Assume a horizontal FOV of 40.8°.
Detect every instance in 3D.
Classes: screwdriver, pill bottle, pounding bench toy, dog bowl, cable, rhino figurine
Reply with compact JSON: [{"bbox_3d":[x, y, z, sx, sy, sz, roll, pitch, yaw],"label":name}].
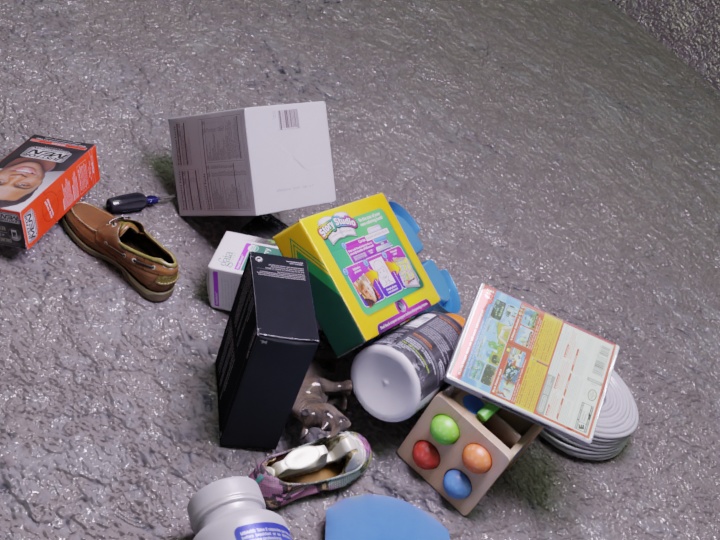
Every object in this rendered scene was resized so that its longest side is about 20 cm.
[{"bbox_3d":[-0.296,-0.108,1.471,0.199,0.029,0.028,-10,50,-45],"label":"screwdriver"},{"bbox_3d":[0.081,0.118,1.291,0.106,0.106,0.200,41,32,16],"label":"pill bottle"},{"bbox_3d":[0.164,0.191,1.260,0.124,0.200,0.156,41,37,16],"label":"pounding bench toy"},{"bbox_3d":[0.078,-0.009,1.485,0.200,0.049,0.111,58,24,-1],"label":"dog bowl"},{"bbox_3d":[-0.114,0.319,0.999,0.112,0.112,0.200,2,44,-31],"label":"pill bottle"},{"bbox_3d":[0.330,0.193,1.478,0.199,0.069,0.200,19,37,-13],"label":"cable"},{"bbox_3d":[-0.059,0.158,1.241,0.087,0.060,0.200,2,26,-14],"label":"rhino figurine"}]

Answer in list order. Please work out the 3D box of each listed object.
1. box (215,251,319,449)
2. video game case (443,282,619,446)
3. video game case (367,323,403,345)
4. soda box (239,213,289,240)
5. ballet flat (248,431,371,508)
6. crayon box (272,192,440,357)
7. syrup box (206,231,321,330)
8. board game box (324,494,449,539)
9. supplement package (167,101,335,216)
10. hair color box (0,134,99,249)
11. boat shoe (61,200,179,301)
[{"bbox_3d":[-0.119,0.100,1.179,0.078,0.200,0.142,9,40,-16],"label":"box"},{"bbox_3d":[0.220,0.118,1.230,0.199,0.017,0.143,25,65,-1],"label":"video game case"},{"bbox_3d":[0.061,0.077,1.434,0.143,0.018,0.200,43,29,-28],"label":"video game case"},{"bbox_3d":[-0.090,-0.001,1.440,0.200,0.063,0.071,34,36,7],"label":"soda box"},{"bbox_3d":[-0.049,0.233,1.179,0.199,0.071,0.069,-12,58,-42],"label":"ballet flat"},{"bbox_3d":[0.000,0.000,1.271,0.200,0.058,0.173,-23,82,-55],"label":"crayon box"},{"bbox_3d":[-0.106,0.016,1.343,0.199,0.082,0.079,12,43,7],"label":"syrup box"},{"bbox_3d":[0.028,0.350,1.121,0.157,0.039,0.200,14,33,-11],"label":"board game box"},{"bbox_3d":[-0.163,-0.164,1.437,0.151,0.152,0.199,-14,11,-42],"label":"supplement package"},{"bbox_3d":[-0.448,-0.111,1.316,0.101,0.061,0.200,10,35,10],"label":"hair color box"},{"bbox_3d":[-0.325,-0.045,1.333,0.200,0.068,0.072,35,39,11],"label":"boat shoe"}]
